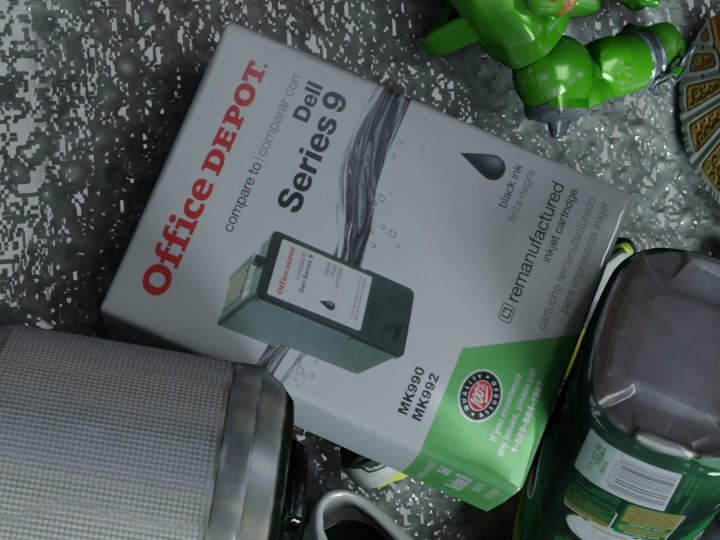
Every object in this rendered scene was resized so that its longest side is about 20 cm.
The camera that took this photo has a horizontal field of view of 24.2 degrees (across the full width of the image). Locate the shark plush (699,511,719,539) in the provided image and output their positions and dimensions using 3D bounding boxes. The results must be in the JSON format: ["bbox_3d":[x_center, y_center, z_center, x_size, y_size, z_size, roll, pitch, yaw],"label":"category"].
[{"bbox_3d":[0.213,0.177,0.901,0.090,0.083,0.202,6,105,-31],"label":"shark plush"}]

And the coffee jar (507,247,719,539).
[{"bbox_3d":[0.124,0.085,0.762,0.084,0.201,0.105,19,58,6],"label":"coffee jar"}]

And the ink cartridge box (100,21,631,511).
[{"bbox_3d":[0.000,0.000,0.759,0.198,0.084,0.147,23,78,0],"label":"ink cartridge box"}]

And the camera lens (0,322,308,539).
[{"bbox_3d":[-0.126,0.105,0.665,0.198,0.160,0.162,10,86,-4],"label":"camera lens"}]

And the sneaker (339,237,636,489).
[{"bbox_3d":[0.078,0.059,0.853,0.199,0.075,0.077,-32,105,-23],"label":"sneaker"}]

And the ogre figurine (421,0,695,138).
[{"bbox_3d":[0.090,-0.154,0.848,0.120,0.097,0.201,-53,134,-35],"label":"ogre figurine"}]

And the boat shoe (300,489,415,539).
[{"bbox_3d":[0.032,0.188,0.772,0.073,0.066,0.200,-33,63,-20],"label":"boat shoe"}]

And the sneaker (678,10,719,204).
[{"bbox_3d":[0.243,-0.051,0.932,0.087,0.075,0.202,-6,73,-42],"label":"sneaker"}]

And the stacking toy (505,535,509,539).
[{"bbox_3d":[0.076,0.182,0.859,0.085,0.085,0.201,44,64,-22],"label":"stacking toy"}]
